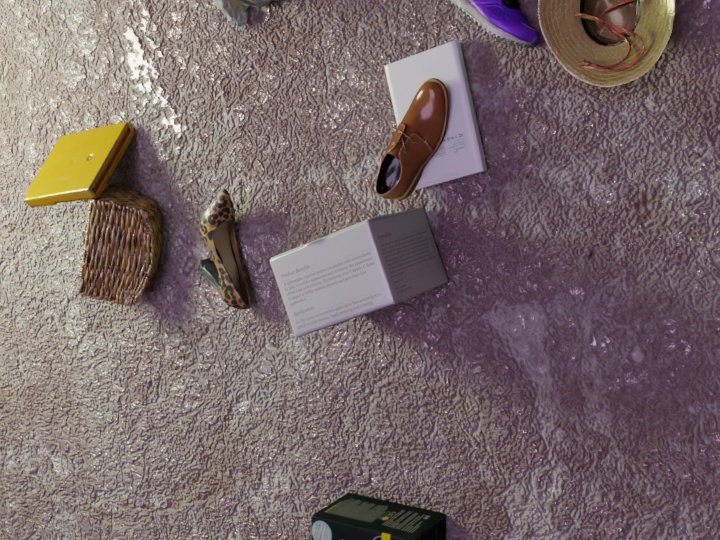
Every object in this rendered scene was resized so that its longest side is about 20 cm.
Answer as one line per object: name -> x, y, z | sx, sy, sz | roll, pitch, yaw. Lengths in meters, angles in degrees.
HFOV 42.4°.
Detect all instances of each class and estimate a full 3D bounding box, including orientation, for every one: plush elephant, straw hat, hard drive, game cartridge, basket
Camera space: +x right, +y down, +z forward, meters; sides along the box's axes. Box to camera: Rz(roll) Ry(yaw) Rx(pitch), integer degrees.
plush elephant -> -0.210, -0.499, 1.542 | 0.164, 0.154, 0.202 | 39, 114, 20
straw hat -> 0.345, -0.357, 1.270 | 0.198, 0.085, 0.205 | 9, 107, 30
hard drive -> 0.117, -0.240, 1.458 | 0.130, 0.026, 0.204 | -12, 90, 32
game cartridge -> -0.547, -0.203, 1.798 | 0.197, 0.033, 0.179 | -5, 50, 34
basket -> -0.457, -0.051, 1.811 | 0.140, 0.149, 0.204 | 11, 105, -5

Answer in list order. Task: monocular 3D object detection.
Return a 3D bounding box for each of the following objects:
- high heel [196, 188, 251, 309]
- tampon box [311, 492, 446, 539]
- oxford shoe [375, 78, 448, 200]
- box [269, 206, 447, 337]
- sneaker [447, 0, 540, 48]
high heel -> -0.226, -0.034, 1.662 | 0.142, 0.071, 0.202 | 40, 131, 27
tampon box -> 0.029, 0.480, 1.554 | 0.197, 0.126, 0.153 | 4, 98, 31
oxford shoe -> 0.079, -0.199, 1.432 | 0.071, 0.071, 0.203 | 30, 110, 25
box -> 0.000, 0.000, 1.462 | 0.196, 0.199, 0.133 | -20, 89, 32
sneaker -> 0.196, -0.411, 1.361 | 0.200, 0.069, 0.100 | 42, 113, 19
